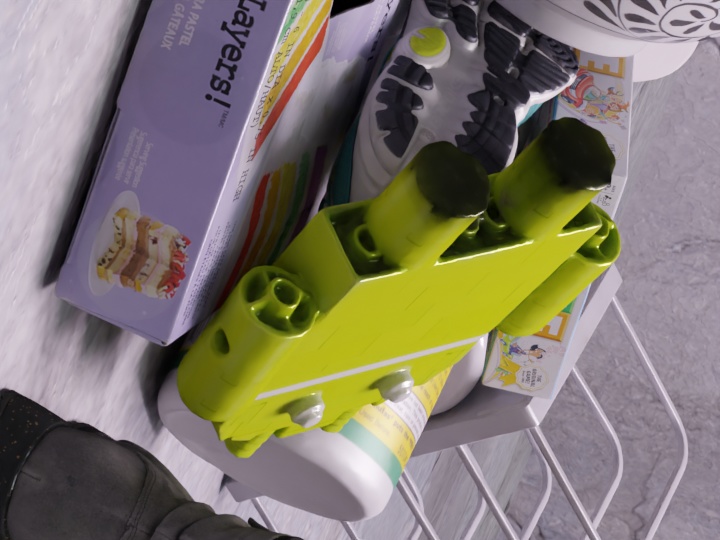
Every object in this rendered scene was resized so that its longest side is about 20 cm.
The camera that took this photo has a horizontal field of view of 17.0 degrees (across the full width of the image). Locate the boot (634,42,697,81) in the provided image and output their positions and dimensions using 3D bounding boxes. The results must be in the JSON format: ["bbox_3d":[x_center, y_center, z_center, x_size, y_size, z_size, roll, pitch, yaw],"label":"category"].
[{"bbox_3d":[0.173,-0.193,1.292,0.200,0.072,0.091,125,-33,-54],"label":"boot"}]

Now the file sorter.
[{"bbox_3d":[0.060,0.104,1.303,0.199,0.125,0.139,-18,-158,35],"label":"file sorter"}]

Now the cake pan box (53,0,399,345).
[{"bbox_3d":[-0.031,-0.088,0.877,0.184,0.052,0.201,-43,155,-74],"label":"cake pan box"}]

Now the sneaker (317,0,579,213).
[{"bbox_3d":[0.029,-0.065,0.984,0.080,0.077,0.200,-52,179,34],"label":"sneaker"}]

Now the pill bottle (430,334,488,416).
[{"bbox_3d":[0.044,-0.021,1.272,0.200,0.113,0.114,-55,166,-51],"label":"pill bottle"}]

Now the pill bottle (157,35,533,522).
[{"bbox_3d":[0.000,0.000,1.073,0.113,0.112,0.201,89,26,-69],"label":"pill bottle"}]

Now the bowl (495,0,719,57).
[{"bbox_3d":[0.102,-0.152,1.002,0.095,0.200,0.201,-61,174,27],"label":"bowl"}]

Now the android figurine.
[{"bbox_3d":[0.011,0.014,0.908,0.181,0.041,0.200,-13,156,-39],"label":"android figurine"}]

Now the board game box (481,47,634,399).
[{"bbox_3d":[0.095,-0.058,1.113,0.201,0.034,0.135,-79,-178,-48],"label":"board game box"}]

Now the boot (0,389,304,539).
[{"bbox_3d":[-0.069,0.108,0.885,0.068,0.130,0.200,-64,171,-8],"label":"boot"}]
